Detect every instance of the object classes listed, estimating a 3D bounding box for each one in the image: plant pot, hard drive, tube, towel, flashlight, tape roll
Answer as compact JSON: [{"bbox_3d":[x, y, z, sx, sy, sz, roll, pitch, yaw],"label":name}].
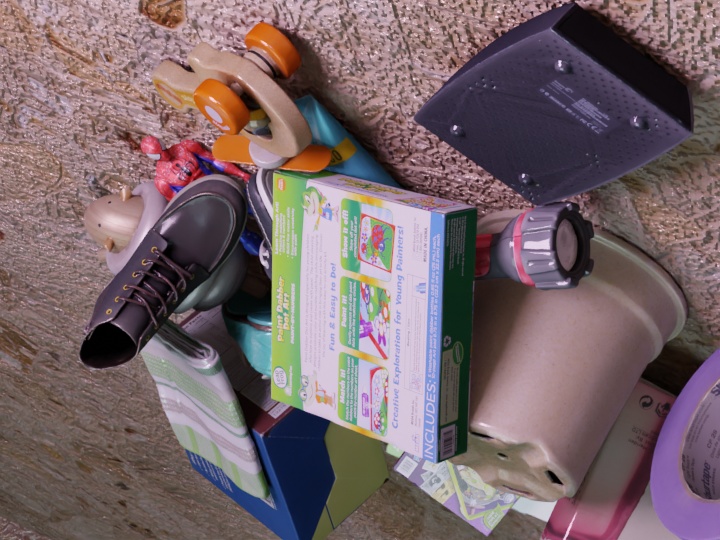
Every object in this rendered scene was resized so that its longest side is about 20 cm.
[{"bbox_3d":[0.149,0.082,1.287,0.199,0.185,0.201,22,156,10],"label":"plant pot"},{"bbox_3d":[0.133,-0.113,1.071,0.134,0.043,0.200,33,157,-14],"label":"hard drive"},{"bbox_3d":[-0.001,-0.074,1.303,0.077,0.051,0.200,-13,130,47],"label":"tube"},{"bbox_3d":[-0.165,0.132,1.534,0.149,0.031,0.201,29,146,42],"label":"towel"},{"bbox_3d":[0.086,-0.014,1.224,0.199,0.068,0.068,-3,115,38],"label":"flashlight"},{"bbox_3d":[0.326,0.140,1.202,0.085,0.201,0.199,34,156,-20],"label":"tape roll"}]

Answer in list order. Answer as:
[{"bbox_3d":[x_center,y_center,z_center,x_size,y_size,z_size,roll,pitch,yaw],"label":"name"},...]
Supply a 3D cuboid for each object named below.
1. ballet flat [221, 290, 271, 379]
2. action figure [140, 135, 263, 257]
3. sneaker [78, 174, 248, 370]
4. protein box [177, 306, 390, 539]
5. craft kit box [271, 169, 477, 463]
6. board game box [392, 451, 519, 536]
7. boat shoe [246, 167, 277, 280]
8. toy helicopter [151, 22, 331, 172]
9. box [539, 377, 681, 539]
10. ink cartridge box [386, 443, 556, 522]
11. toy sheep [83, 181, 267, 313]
[{"bbox_3d":[-0.100,0.068,1.524,0.067,0.071,0.200,1,-171,-15],"label":"ballet flat"},{"bbox_3d":[-0.123,-0.063,1.428,0.199,0.066,0.052,36,177,-25],"label":"action figure"},{"bbox_3d":[-0.173,0.008,1.376,0.075,0.106,0.200,37,114,-12],"label":"sneaker"},{"bbox_3d":[-0.098,0.154,1.644,0.199,0.135,0.200,31,149,39],"label":"protein box"},{"bbox_3d":[0.006,0.031,1.238,0.196,0.202,0.048,16,-159,41],"label":"craft kit box"},{"bbox_3d":[0.131,0.155,1.499,0.120,0.032,0.201,37,119,4],"label":"board game box"},{"bbox_3d":[-0.059,-0.005,1.411,0.060,0.076,0.201,-18,117,25],"label":"boat shoe"},{"bbox_3d":[-0.104,-0.133,1.253,0.199,0.079,0.133,21,155,51],"label":"toy helicopter"},{"bbox_3d":[0.244,0.206,1.392,0.108,0.202,0.128,25,178,2],"label":"box"},{"bbox_3d":[0.139,0.164,1.555,0.198,0.067,0.118,24,120,8],"label":"ink cartridge box"},{"bbox_3d":[-0.177,-0.020,1.498,0.199,0.139,0.137,21,162,-28],"label":"toy sheep"}]
